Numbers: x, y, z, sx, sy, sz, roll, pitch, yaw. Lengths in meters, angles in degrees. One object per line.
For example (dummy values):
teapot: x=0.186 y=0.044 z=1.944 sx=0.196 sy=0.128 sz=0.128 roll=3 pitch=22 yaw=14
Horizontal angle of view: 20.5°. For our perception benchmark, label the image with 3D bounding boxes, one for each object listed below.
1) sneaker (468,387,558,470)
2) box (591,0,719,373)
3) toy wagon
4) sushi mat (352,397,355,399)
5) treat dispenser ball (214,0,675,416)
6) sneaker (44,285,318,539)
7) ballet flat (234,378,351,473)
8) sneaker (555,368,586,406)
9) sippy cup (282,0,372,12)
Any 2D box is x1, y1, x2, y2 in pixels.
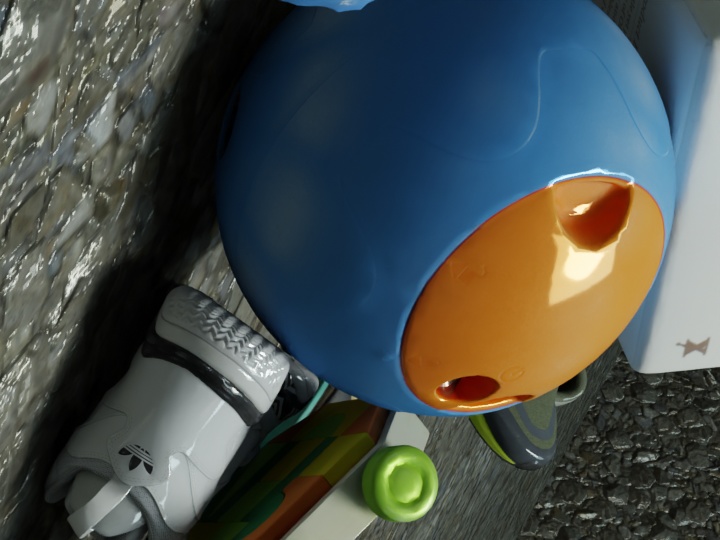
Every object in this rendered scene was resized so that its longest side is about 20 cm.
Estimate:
sneaker: x=0.104 y=0.013 z=1.136 sx=0.074 sy=0.081 sz=0.201 roll=13 pitch=76 yaw=-50
box: x=0.212 y=-0.084 z=0.971 sx=0.172 sy=0.199 sz=0.200 roll=-107 pitch=-163 yaw=-47
toy wagon: x=-0.053 y=0.131 z=0.884 sx=0.200 sy=0.040 sz=0.155 roll=-42 pitch=-169 yaw=-24
sushi mat: x=-0.008 y=0.129 z=1.279 sx=0.200 sy=0.012 sz=0.096 roll=-84 pitch=178 yaw=-60
treat dispenser ball: x=0.037 y=-0.037 z=0.865 sx=0.201 sy=0.200 sz=0.201 roll=-60 pitch=168 yaw=-22
sneaker: x=-0.083 y=0.073 z=0.902 sx=0.115 sy=0.075 sz=0.200 roll=-54 pitch=174 yaw=-3
ballet flat: x=-0.050 y=0.128 z=1.147 sx=0.200 sy=0.073 sz=0.073 roll=-52 pitch=163 yaw=-40
sneaker: x=0.088 y=0.034 z=1.232 sx=0.200 sy=0.079 sz=0.074 roll=47 pitch=50 yaw=-60
sippy cup: x=-0.005 y=-0.158 z=0.636 sx=0.130 sy=0.177 sz=0.140 roll=117 pitch=-38 yaw=-54
